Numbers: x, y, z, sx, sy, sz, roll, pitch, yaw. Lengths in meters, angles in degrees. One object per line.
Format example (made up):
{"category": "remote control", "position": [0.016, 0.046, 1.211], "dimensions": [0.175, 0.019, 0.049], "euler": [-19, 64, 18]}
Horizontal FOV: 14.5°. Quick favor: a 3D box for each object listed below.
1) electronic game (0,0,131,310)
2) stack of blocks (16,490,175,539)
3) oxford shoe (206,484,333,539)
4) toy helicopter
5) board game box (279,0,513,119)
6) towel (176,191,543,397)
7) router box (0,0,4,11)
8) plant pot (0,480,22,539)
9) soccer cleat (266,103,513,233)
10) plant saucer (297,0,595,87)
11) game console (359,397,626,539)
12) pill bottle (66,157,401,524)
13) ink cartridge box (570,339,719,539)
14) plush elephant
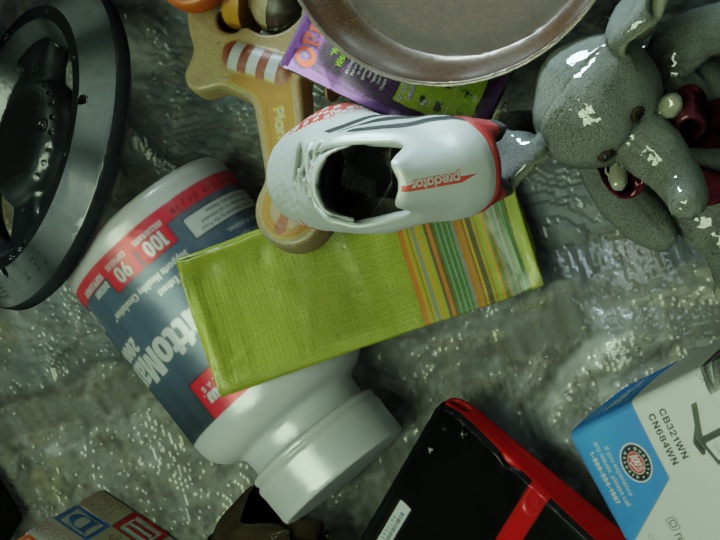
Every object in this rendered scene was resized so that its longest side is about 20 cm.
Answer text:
{"category": "electronic game", "position": [-0.192, -0.075, 1.699], "dimensions": [0.200, 0.041, 0.201], "euler": [-30, 53, 50]}
{"category": "stack of blocks", "position": [-0.124, 0.228, 1.761], "dimensions": [0.199, 0.115, 0.059], "euler": [30, 117, 18]}
{"category": "oxford shoe", "position": [-0.047, 0.192, 1.681], "dimensions": [0.085, 0.072, 0.200], "euler": [-64, 30, 20]}
{"category": "toy helicopter", "position": [-0.036, -0.109, 1.609], "dimensions": [0.131, 0.079, 0.201], "euler": [-12, 75, 17]}
{"category": "board game box", "position": [0.051, -0.176, 1.540], "dimensions": [0.119, 0.032, 0.201], "euler": [26, 95, 3]}
{"category": "towel", "position": [0.000, 0.000, 1.610], "dimensions": [0.199, 0.018, 0.087], "euler": [-19, 81, -1]}
{"category": "router box", "position": [-0.315, -0.164, 1.728], "dimensions": [0.179, 0.049, 0.200], "euler": [30, 141, 1]}
{"category": "plant pot", "position": [-0.341, 0.178, 1.836], "dimensions": [0.177, 0.200, 0.200], "euler": [36, 119, 3]}
{"category": "soccer cleat", "position": [-0.004, -0.051, 1.483], "dimensions": [0.199, 0.085, 0.069], "euler": [3, 102, 54]}
{"category": "plant saucer", "position": [0.052, -0.195, 1.495], "dimensions": [0.199, 0.032, 0.202], "euler": [-2, 84, 22]}
{"category": "game console", "position": [0.072, 0.200, 1.654], "dimensions": [0.177, 0.031, 0.201], "euler": [42, 120, 23]}
{"category": "pill bottle", "position": [-0.071, 0.044, 1.675], "dimensions": [0.200, 0.119, 0.120], "euler": [51, 122, 7]}
{"category": "ink cartridge box", "position": [0.239, 0.100, 1.535], "dimensions": [0.199, 0.084, 0.147], "euler": [-30, 88, 33]}
{"category": "plush elephant", "position": [0.155, -0.080, 1.486], "dimensions": [0.200, 0.155, 0.165], "euler": [42, 120, 12]}
